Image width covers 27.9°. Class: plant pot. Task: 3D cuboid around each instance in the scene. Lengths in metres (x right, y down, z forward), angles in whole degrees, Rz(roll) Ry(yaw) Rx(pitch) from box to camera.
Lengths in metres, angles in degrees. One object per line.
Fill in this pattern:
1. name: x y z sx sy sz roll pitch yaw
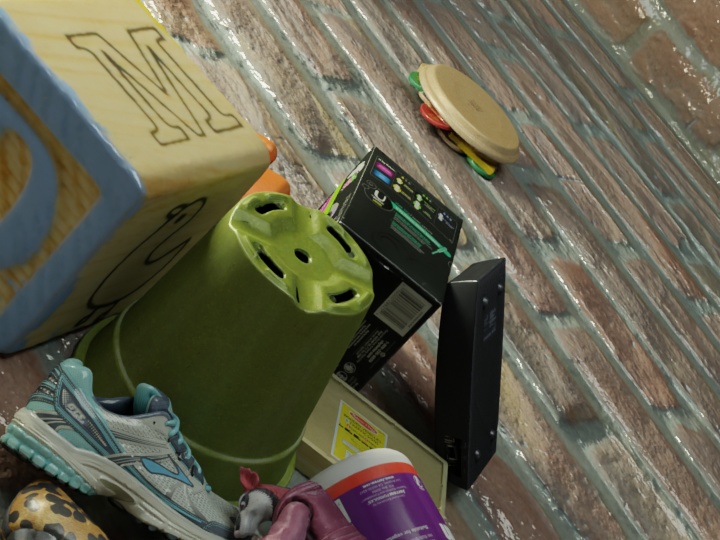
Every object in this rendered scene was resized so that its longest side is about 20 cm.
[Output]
1. plant pot: -0.088 0.048 1.091 0.199 0.190 0.201 26 34 -19

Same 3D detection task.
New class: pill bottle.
1. pill bottle: 0.030 0.243 1.098 0.112 0.112 0.200 10 42 -51

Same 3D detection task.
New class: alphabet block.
1. alphabet block: -0.225 -0.083 1.113 0.197 0.195 0.200 50 26 7

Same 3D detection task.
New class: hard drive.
1. hard drive: 0.106 0.094 1.387 0.042 0.201 0.135 5 13 17

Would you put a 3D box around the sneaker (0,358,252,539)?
1. sneaker: -0.143 0.130 0.999 0.200 0.087 0.077 34 -10 -31

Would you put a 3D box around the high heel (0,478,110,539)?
1. high heel: -0.138 0.208 0.941 0.199 0.071 0.143 23 33 -31

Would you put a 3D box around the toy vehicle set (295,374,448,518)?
1. toy vehicle set: -0.006 0.157 1.278 0.200 0.027 0.124 39 25 -13

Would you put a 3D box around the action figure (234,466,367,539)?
1. action figure: -0.013 0.200 0.982 0.200 0.149 0.134 46 9 17

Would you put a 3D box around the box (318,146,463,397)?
1. box: 0.000 0.000 1.385 0.124 0.149 0.200 39 25 -9

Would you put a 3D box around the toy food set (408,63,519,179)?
1. toy food set: 0.150 -0.223 2.092 0.200 0.049 0.198 44 25 -5

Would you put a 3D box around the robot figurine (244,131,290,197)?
1. robot figurine: -0.141 -0.062 1.280 0.199 0.144 0.117 31 14 1
